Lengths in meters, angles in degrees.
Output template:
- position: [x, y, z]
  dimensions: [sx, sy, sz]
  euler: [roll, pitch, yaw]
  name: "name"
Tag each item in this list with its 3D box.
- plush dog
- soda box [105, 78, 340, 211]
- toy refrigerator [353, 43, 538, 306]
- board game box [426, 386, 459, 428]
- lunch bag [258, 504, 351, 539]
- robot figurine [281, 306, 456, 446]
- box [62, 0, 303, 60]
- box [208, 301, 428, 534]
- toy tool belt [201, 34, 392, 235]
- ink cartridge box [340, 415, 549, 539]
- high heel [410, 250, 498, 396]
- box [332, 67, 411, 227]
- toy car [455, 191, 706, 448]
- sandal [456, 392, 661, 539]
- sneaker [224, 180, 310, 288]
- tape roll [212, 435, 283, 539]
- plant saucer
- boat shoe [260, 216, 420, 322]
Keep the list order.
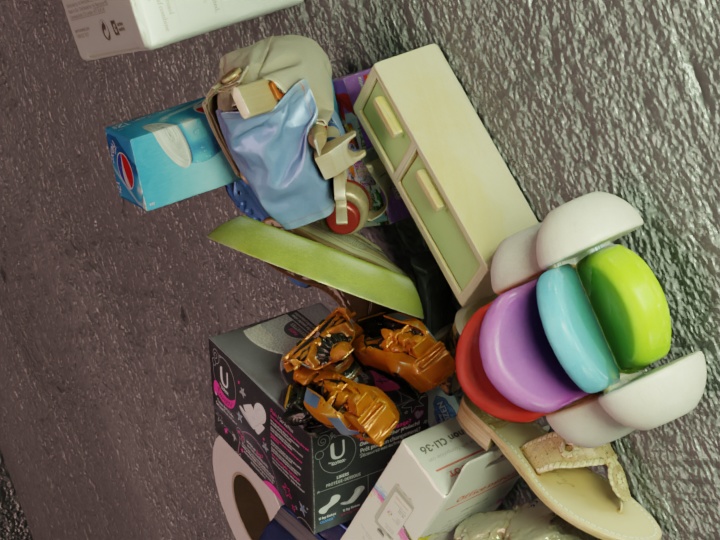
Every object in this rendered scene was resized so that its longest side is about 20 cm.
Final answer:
- position: [0.178, 0.284, 1.632]
  dimensions: [0.172, 0.160, 0.200]
  euler: [60, -173, -14]
  name: "plush dog"
- position: [-0.118, -0.118, 1.713]
  dimensions: [0.064, 0.199, 0.068]
  euler: [24, 130, 58]
  name: "soda box"
- position: [0.070, -0.078, 1.604]
  dimensions: [0.201, 0.070, 0.076]
  euler: [62, 156, 16]
  name: "toy refrigerator"
- position: [0.037, 0.144, 1.889]
  dimensions: [0.201, 0.041, 0.199]
  euler: [66, 156, 7]
  name: "board game box"
- position: [-0.010, 0.313, 1.973]
  dimensions: [0.200, 0.133, 0.136]
  euler: [37, 179, -39]
  name: "lunch bag"
- position: [0.000, 0.084, 1.672]
  dimensions: [0.058, 0.145, 0.200]
  euler: [53, 166, -23]
  name: "robot figurine"
- position: [-0.188, -0.317, 1.832]
  dimensions: [0.199, 0.171, 0.201]
  euler: [5, 114, 64]
  name: "box"
- position: [-0.039, 0.132, 1.828]
  dimensions: [0.200, 0.132, 0.115]
  euler: [40, 140, 48]
  name: "box"
- position: [-0.053, -0.092, 1.639]
  dimensions: [0.201, 0.124, 0.123]
  euler: [60, -162, -25]
  name: "toy tool belt"
- position: [0.073, 0.190, 1.706]
  dimensions: [0.068, 0.116, 0.200]
  euler: [50, 135, 21]
  name: "ink cartridge box"
- position: [0.110, 0.082, 1.661]
  dimensions: [0.200, 0.071, 0.143]
  euler: [43, 151, 51]
  name: "high heel"
- position: [-0.020, -0.108, 1.808]
  dimensions: [0.200, 0.039, 0.137]
  euler: [-3, 107, 65]
  name: "box"
- position: [0.147, 0.050, 1.445]
  dimensions: [0.176, 0.149, 0.200]
  euler: [67, 156, 4]
  name: "toy car"
- position: [0.164, 0.139, 1.575]
  dimensions: [0.211, 0.077, 0.070]
  euler: [36, 122, 35]
  name: "sandal"
- position: [-0.102, -0.071, 1.969]
  dimensions: [0.066, 0.078, 0.201]
  euler: [0, 111, 63]
  name: "sneaker"
- position: [-0.094, 0.269, 2.235]
  dimensions: [0.202, 0.071, 0.203]
  euler: [46, 147, 42]
  name: "tape roll"
- position: [-0.034, -0.007, 1.664]
  dimensions: [0.200, 0.199, 0.031]
  euler: [22, 91, 59]
  name: "plant saucer"
- position: [0.000, 0.000, 1.788]
  dimensions: [0.199, 0.065, 0.072]
  euler: [29, 124, 12]
  name: "boat shoe"
